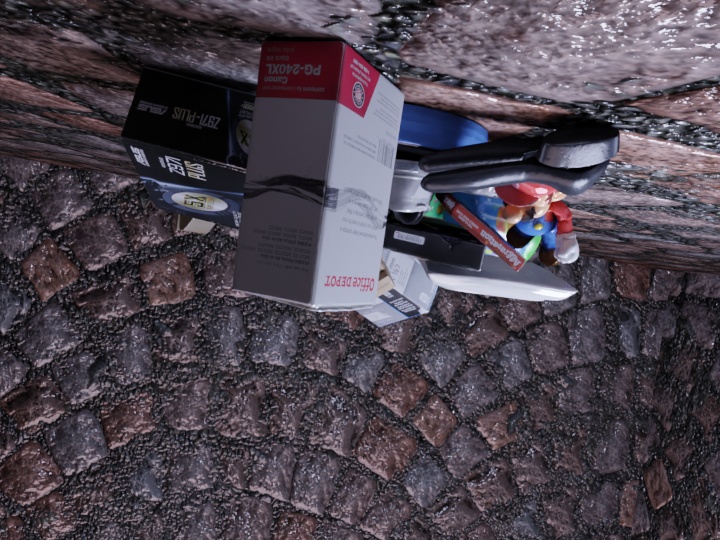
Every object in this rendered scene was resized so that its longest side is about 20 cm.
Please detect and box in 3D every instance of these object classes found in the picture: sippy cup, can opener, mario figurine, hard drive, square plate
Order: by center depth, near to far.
[{"bbox_3d":[0.155,-0.112,0.655,0.194,0.064,0.080,-4,135,12],"label":"can opener"},{"bbox_3d":[0.199,-0.066,0.796,0.120,0.109,0.201,-6,152,18],"label":"mario figurine"},{"bbox_3d":[0.098,-0.045,0.901,0.136,0.039,0.200,14,-168,4],"label":"hard drive"},{"bbox_3d":[0.173,0.005,0.903,0.194,0.029,0.198,8,-170,-3],"label":"square plate"},{"bbox_3d":[0.211,-0.084,1.077,0.127,0.179,0.142,10,-135,-27],"label":"sippy cup"}]

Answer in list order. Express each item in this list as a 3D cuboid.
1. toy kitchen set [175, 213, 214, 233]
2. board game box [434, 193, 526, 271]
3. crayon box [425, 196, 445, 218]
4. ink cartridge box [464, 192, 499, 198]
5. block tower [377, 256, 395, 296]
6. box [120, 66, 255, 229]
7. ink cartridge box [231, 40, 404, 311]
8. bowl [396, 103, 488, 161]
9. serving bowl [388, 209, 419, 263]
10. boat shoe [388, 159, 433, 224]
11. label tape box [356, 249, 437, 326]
[{"bbox_3d":[-0.242,-0.143,1.149,0.177,0.168,0.198,10,-178,32],"label":"toy kitchen set"},{"bbox_3d":[0.145,-0.059,0.822,0.102,0.020,0.200,38,-169,-6],"label":"board game box"},{"bbox_3d":[0.056,-0.134,1.053,0.117,0.060,0.199,21,-171,27],"label":"crayon box"},{"bbox_3d":[0.174,-0.142,0.941,0.158,0.051,0.200,8,-163,-12],"label":"ink cartridge box"},{"bbox_3d":[-0.017,-0.060,0.852,0.057,0.203,0.054,-28,151,8],"label":"block tower"},{"bbox_3d":[-0.168,-0.126,0.759,0.159,0.088,0.200,14,163,-3],"label":"box"},{"bbox_3d":[-0.032,-0.073,0.568,0.081,0.206,0.145,9,-179,22],"label":"ink cartridge box"},{"bbox_3d":[0.047,-0.150,0.752,0.195,0.041,0.201,10,-179,0],"label":"bowl"},{"bbox_3d":[0.057,-0.068,1.088,0.195,0.067,0.201,18,-165,-5],"label":"serving bowl"},{"bbox_3d":[0.062,-0.093,0.818,0.070,0.071,0.200,8,-178,2],"label":"boat shoe"},{"bbox_3d":[0.000,0.000,0.985,0.198,0.067,0.142,33,153,-21],"label":"label tape box"}]
